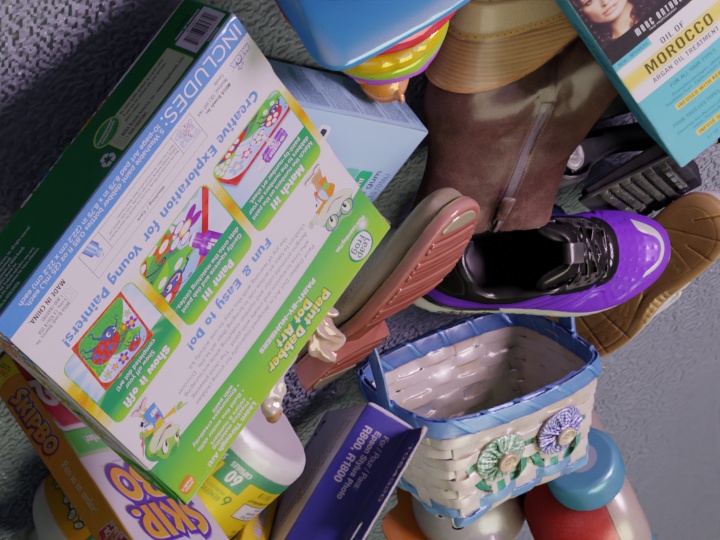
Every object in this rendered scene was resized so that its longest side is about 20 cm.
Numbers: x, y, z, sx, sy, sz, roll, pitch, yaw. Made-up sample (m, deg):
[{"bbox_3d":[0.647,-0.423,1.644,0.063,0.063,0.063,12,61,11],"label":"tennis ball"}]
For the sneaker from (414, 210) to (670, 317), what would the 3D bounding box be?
[{"bbox_3d":[0.132,-0.006,1.316,0.199,0.070,0.099,-6,174,-22],"label":"sneaker"}]

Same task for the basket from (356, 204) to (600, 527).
[{"bbox_3d":[0.086,0.065,1.402,0.176,0.139,0.201,-24,114,-23],"label":"basket"}]

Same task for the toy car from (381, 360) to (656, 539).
[{"bbox_3d":[0.117,0.189,1.579,0.199,0.177,0.185,-25,140,4],"label":"toy car"}]

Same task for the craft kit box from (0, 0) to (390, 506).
[{"bbox_3d":[-0.091,-0.006,1.037,0.200,0.048,0.198,-53,137,-14],"label":"craft kit box"}]

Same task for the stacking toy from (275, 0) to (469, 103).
[{"bbox_3d":[0.009,-0.140,1.071,0.109,0.116,0.200,-31,161,-5],"label":"stacking toy"}]

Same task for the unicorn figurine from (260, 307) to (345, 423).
[{"bbox_3d":[-0.103,0.048,1.150,0.200,0.074,0.138,-37,140,-28],"label":"unicorn figurine"}]

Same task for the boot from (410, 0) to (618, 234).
[{"bbox_3d":[0.129,-0.106,1.230,0.199,0.072,0.167,-6,126,-20],"label":"boot"}]

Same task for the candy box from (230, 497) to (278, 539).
[{"bbox_3d":[-0.099,0.192,1.361,0.102,0.026,0.200,-47,-171,15],"label":"candy box"}]

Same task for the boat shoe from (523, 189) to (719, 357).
[{"bbox_3d":[0.210,0.006,1.491,0.200,0.071,0.069,-36,175,31],"label":"boat shoe"}]

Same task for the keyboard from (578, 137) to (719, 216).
[{"bbox_3d":[0.222,-0.070,1.385,0.127,0.021,0.200,-33,170,11],"label":"keyboard"}]

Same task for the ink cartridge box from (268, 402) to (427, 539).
[{"bbox_3d":[-0.040,0.182,1.330,0.197,0.043,0.200,-59,-175,-12],"label":"ink cartridge box"}]

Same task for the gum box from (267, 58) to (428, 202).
[{"bbox_3d":[-0.080,-0.044,1.148,0.200,0.045,0.170,8,129,-50],"label":"gum box"}]

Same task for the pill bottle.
[{"bbox_3d":[-0.142,0.152,1.288,0.200,0.113,0.113,-42,150,10],"label":"pill bottle"}]

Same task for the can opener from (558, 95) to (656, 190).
[{"bbox_3d":[0.163,-0.100,1.330,0.199,0.078,0.064,-20,108,-33],"label":"can opener"}]

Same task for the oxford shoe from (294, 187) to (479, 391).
[{"bbox_3d":[0.000,0.000,1.232,0.071,0.074,0.200,-23,163,-46],"label":"oxford shoe"}]

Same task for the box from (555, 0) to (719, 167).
[{"bbox_3d":[0.169,-0.147,1.127,0.082,0.049,0.200,-40,140,5],"label":"box"}]

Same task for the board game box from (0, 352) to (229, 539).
[{"bbox_3d":[-0.139,0.129,1.171,0.030,0.200,0.095,-48,149,18],"label":"board game box"}]
